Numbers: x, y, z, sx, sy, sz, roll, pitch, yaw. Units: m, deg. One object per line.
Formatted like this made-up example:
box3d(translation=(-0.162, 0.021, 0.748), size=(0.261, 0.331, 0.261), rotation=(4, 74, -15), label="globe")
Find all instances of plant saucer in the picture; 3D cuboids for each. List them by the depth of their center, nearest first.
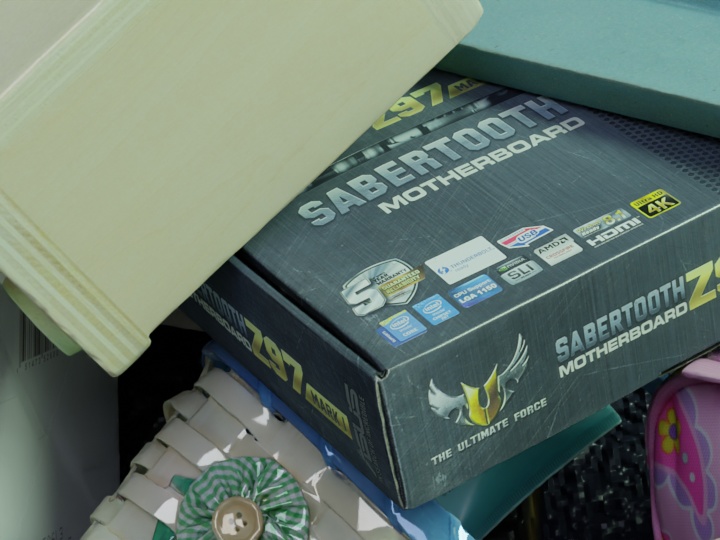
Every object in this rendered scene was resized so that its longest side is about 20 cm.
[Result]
box3d(translation=(0.077, -0.069, 0.752), size=(0.200, 0.019, 0.070), rotation=(17, 41, 37), label="plant saucer")

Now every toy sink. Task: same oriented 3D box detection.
box3d(translation=(-0.090, -0.059, 0.702), size=(0.200, 0.112, 0.130), rotation=(-44, 51, -4), label="toy sink")

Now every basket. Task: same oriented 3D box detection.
box3d(translation=(0.017, 0.087, 0.791), size=(0.176, 0.139, 0.200), rotation=(40, 68, 17), label="basket")

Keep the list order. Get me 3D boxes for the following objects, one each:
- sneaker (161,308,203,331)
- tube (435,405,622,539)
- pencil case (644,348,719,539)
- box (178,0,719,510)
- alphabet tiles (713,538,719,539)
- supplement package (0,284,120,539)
box3d(translation=(-0.108, -0.036, 0.877), size=(0.200, 0.071, 0.080), rotation=(12, 98, 16), label="sneaker")
box3d(translation=(0.000, 0.000, 0.882), size=(0.077, 0.050, 0.200), rotation=(-42, 71, 13), label="tube")
box3d(translation=(0.173, 0.040, 0.772), size=(0.200, 0.087, 0.088), rotation=(-16, 62, -37), label="pencil case")
box3d(translation=(0.050, -0.025, 0.756), size=(0.200, 0.051, 0.158), rotation=(-25, 35, -21), label="box")
box3d(translation=(0.085, 0.151, 0.726), size=(0.195, 0.200, 0.015), rotation=(-15, 42, -10), label="alphabet tiles")
box3d(translation=(-0.189, 0.046, 0.812), size=(0.200, 0.121, 0.120), rotation=(2, 99, 15), label="supplement package")
